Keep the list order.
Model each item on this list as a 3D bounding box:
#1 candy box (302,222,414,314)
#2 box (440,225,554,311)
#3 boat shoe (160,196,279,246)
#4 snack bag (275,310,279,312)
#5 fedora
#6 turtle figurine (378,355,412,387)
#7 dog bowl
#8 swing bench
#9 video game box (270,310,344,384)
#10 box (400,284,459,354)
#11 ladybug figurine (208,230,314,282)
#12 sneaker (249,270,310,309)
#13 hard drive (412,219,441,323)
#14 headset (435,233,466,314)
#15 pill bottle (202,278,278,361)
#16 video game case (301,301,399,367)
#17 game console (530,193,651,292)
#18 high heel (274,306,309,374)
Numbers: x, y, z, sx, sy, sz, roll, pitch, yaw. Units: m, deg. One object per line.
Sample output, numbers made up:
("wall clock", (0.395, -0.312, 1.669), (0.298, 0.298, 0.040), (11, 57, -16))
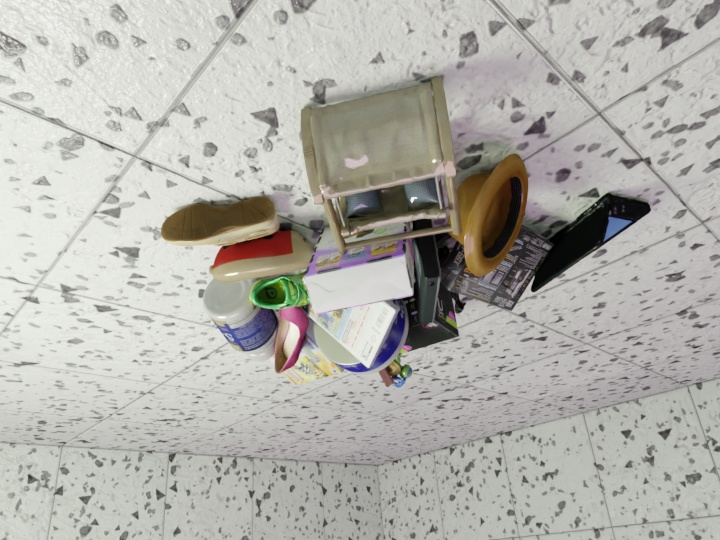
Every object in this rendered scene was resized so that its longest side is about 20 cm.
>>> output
("candy box", (0.006, -0.021, 0.918), (0.163, 0.201, 0.073), (-12, 114, 12))
("box", (0.259, -0.019, 1.043), (0.196, 0.050, 0.161), (16, 111, -36))
("boat shoe", (-0.234, -0.069, 0.919), (0.193, 0.073, 0.065), (-8, 152, 1))
("snack bag", (-0.094, 0.114, 1.346), (0.183, 0.022, 0.201), (-13, 151, 13))
("fedora", (0.199, -0.095, 0.884), (0.080, 0.205, 0.200), (20, 170, 36))
("turtle figurine", (0.064, 0.192, 1.466), (0.189, 0.205, 0.144), (21, 179, -3))
("dog bowl", (0.000, 0.110, 1.159), (0.195, 0.206, 0.079), (-17, 151, 22))
("swing bench", (0.035, -0.139, 0.774), (0.192, 0.133, 0.201), (-10, 152, 10))
("video game box", (-0.155, 0.182, 1.309), (0.179, 0.047, 0.201), (-20, 120, 41))
("box", (0.103, 0.103, 1.247), (0.196, 0.128, 0.148), (-21, 150, 26))
("ladybug figurine", (-0.176, -0.026, 0.982), (0.194, 0.074, 0.136), (-10, -178, -11))
("sneaker", (-0.114, 0.038, 1.024), (0.194, 0.076, 0.084), (-14, -172, 4))
("hard drive", (0.120, -0.004, 1.031), (0.032, 0.144, 0.201), (-7, 153, 0))
("headset", (0.196, -0.005, 1.095), (0.119, 0.096, 0.203), (-5, 141, 0))
("pill bottle", (-0.239, 0.103, 1.151), (0.116, 0.122, 0.202), (-9, 140, 8))
("video game case", (-0.028, 0.072, 1.066), (0.018, 0.198, 0.146), (-21, 143, -52))
("game console", (0.439, -0.040, 1.048), (0.171, 0.120, 0.200), (7, 151, -22))
("high heel", (-0.158, 0.138, 1.143), (0.066, 0.097, 0.202), (30, 149, 15))
